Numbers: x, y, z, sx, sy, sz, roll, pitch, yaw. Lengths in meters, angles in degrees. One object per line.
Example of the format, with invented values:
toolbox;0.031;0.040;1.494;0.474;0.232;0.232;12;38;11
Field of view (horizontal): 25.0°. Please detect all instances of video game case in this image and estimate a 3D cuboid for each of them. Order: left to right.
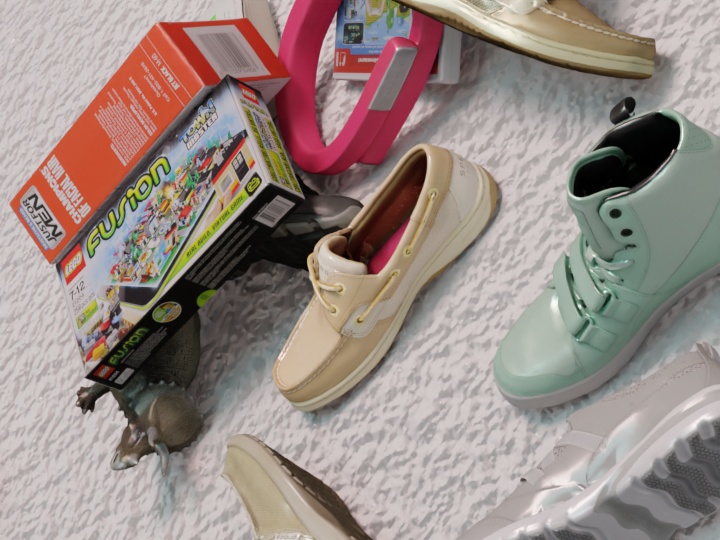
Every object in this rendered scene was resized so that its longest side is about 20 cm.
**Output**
video game case;0.028;-0.233;1.125;0.142;0.017;0.203;12;100;57

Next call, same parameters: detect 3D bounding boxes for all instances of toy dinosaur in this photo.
toy dinosaur;-0.148;0.057;1.170;0.101;0.077;0.202;-8;64;35

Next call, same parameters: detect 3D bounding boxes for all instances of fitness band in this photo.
fitness band;-0.003;-0.159;1.130;0.201;0.037;0.145;-59;41;38

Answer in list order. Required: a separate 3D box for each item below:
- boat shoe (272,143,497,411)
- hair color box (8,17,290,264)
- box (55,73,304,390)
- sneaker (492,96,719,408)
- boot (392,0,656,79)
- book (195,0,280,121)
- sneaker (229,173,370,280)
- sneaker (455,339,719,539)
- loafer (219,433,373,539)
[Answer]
boat shoe;0.000;0.000;1.042;0.201;0.069;0.074;-52;39;9
hair color box;-0.155;-0.095;1.185;0.200;0.111;0.064;-45;76;29
box;-0.127;-0.024;1.103;0.200;0.035;0.111;-45;46;23
sneaker;0.122;-0.011;0.877;0.200;0.118;0.074;-42;43;22
boot;0.109;-0.211;0.987;0.199;0.072;0.156;25;99;22
book;-0.143;-0.127;1.306;0.200;0.048;0.135;-41;41;27
sneaker;-0.065;-0.044;1.139;0.199;0.075;0.080;-3;62;46
sneaker;0.124;0.115;0.847;0.199;0.075;0.082;-35;30;18
loafer;-0.036;0.166;0.970;0.069;0.076;0.200;-51;39;0
